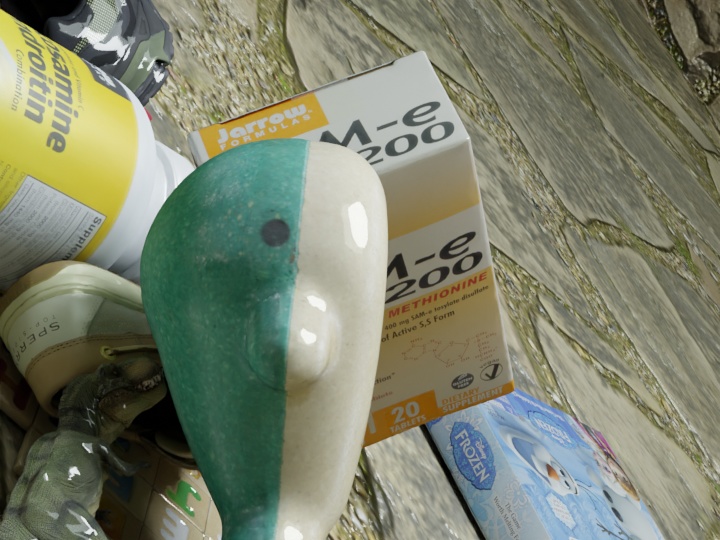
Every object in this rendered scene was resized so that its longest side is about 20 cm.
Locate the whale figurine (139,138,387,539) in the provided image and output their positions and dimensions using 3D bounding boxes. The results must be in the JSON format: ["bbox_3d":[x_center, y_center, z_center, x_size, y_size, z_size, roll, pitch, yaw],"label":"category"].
[{"bbox_3d":[-0.045,0.044,0.854,0.103,0.201,0.159,7,-9,0],"label":"whale figurine"}]

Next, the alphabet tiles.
[{"bbox_3d":[-0.106,0.075,0.955,0.166,0.006,0.200,45,18,-15],"label":"alphabet tiles"}]

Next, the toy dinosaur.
[{"bbox_3d":[-0.111,0.112,0.798,0.088,0.047,0.200,52,28,-14],"label":"toy dinosaur"}]

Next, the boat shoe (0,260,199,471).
[{"bbox_3d":[-0.079,0.058,0.941,0.200,0.074,0.067,18,39,-41],"label":"boat shoe"}]

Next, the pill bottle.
[{"bbox_3d":[-0.162,-0.053,0.910,0.200,0.112,0.112,29,26,-48],"label":"pill bottle"}]

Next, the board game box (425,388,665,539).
[{"bbox_3d":[0.136,0.164,1.305,0.200,0.043,0.199,28,28,-50],"label":"board game box"}]

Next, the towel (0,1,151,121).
[{"bbox_3d":[-0.201,-0.142,1.162,0.200,0.022,0.145,48,15,-9],"label":"towel"}]

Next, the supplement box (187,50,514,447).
[{"bbox_3d":[0.000,0.000,1.042,0.200,0.126,0.074,75,-7,-48],"label":"supplement box"}]

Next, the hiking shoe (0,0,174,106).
[{"bbox_3d":[-0.162,-0.179,1.150,0.101,0.076,0.200,31,33,-44],"label":"hiking shoe"}]
